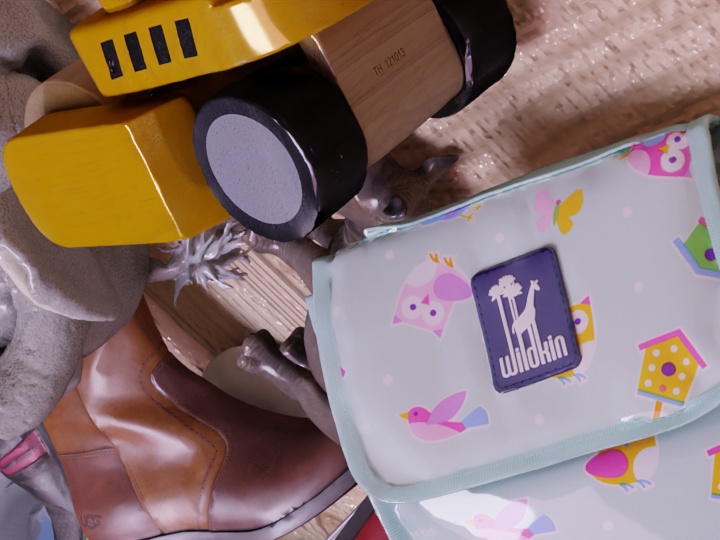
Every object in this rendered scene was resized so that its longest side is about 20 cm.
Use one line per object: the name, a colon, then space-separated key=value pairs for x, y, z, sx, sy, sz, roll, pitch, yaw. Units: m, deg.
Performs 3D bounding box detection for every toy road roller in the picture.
toy road roller: x=-0.054 y=-0.098 z=0.833 sx=0.200 sy=0.123 sz=0.146 roll=-7 pitch=116 yaw=49

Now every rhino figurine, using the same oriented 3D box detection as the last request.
rhino figurine: x=0.000 y=0.000 z=0.968 sx=0.087 sy=0.060 sz=0.200 roll=32 pitch=141 yaw=24

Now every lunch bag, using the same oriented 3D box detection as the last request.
lunch bag: x=0.090 y=0.056 z=0.836 sx=0.170 sy=0.122 sz=0.201 roll=-20 pitch=104 yaw=24

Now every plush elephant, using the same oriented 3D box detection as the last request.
plush elephant: x=-0.160 y=-0.023 z=0.998 sx=0.199 sy=0.165 sz=0.155 roll=-18 pitch=142 yaw=9

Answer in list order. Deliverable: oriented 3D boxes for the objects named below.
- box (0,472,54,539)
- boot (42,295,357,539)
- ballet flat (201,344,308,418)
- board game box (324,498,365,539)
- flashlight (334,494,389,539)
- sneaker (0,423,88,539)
box: x=-0.194 y=0.172 z=1.274 sx=0.122 sy=0.200 sz=0.048 roll=45 pitch=165 yaw=-17
boot: x=-0.089 y=0.039 z=1.105 sx=0.188 sy=0.068 sz=0.200 roll=-28 pitch=91 yaw=32
ballet flat: x=-0.074 y=0.104 z=1.192 sx=0.069 sy=0.070 sz=0.200 roll=35 pitch=150 yaw=0
board game box: x=0.080 y=0.166 z=1.083 sx=0.200 sy=0.026 sz=0.200 roll=38 pitch=124 yaw=-5
flashlight: x=0.030 y=0.101 z=0.941 sx=0.068 sy=0.200 sz=0.068 roll=31 pitch=151 yaw=12
sneaker: x=-0.172 y=0.080 z=1.220 sx=0.083 sy=0.077 sz=0.201 roll=-5 pitch=116 yaw=24
